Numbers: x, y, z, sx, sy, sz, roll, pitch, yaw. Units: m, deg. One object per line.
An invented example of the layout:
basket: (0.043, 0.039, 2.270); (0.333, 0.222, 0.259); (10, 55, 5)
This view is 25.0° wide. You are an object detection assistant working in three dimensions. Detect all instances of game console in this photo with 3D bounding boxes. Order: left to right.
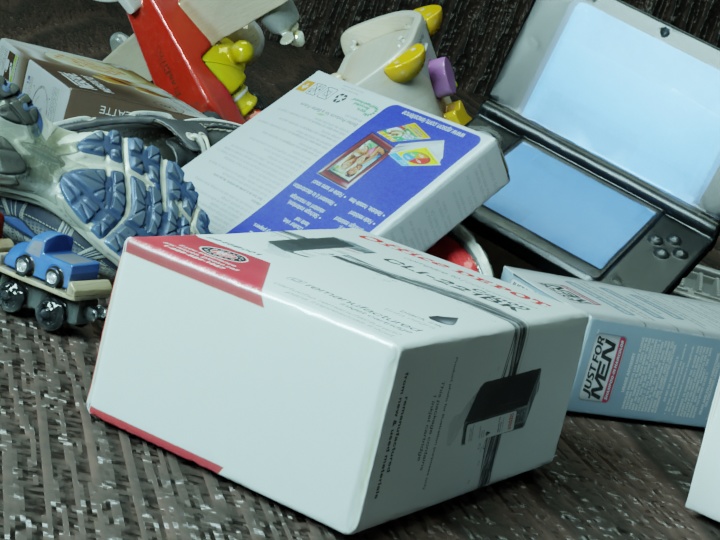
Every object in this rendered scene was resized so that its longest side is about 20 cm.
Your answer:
game console: (0.161, -0.090, 1.120); (0.199, 0.117, 0.176); (30, 44, 21)

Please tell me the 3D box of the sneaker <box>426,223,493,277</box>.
sneaker: (0.000, 0.000, 1.037); (0.085, 0.078, 0.199); (-21, 28, -39)

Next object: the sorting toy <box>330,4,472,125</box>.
sorting toy: (0.049, -0.100, 1.298); (0.106, 0.181, 0.200); (-22, 22, 21)

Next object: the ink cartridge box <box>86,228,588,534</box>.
ink cartridge box: (-0.002, 0.041, 0.744); (0.144, 0.084, 0.200); (20, 12, 28)

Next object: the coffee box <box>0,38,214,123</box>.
coffee box: (-0.199, -0.106, 1.205); (0.114, 0.080, 0.200); (10, 13, -28)

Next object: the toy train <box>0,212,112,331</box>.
toy train: (-0.207, -0.017, 0.846); (0.199, 0.046, 0.034); (21, 13, 27)

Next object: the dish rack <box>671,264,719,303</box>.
dish rack: (0.259, 0.024, 1.292); (0.170, 0.044, 0.200); (17, 11, 10)

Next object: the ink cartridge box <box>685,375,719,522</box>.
ink cartridge box: (0.281, 0.109, 0.798); (0.199, 0.085, 0.146); (22, 12, 31)

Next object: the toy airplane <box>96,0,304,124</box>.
toy airplane: (-0.140, -0.193, 1.356); (0.199, 0.200, 0.141); (29, 33, 27)

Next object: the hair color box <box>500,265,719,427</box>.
hair color box: (0.185, 0.052, 1.009); (0.199, 0.061, 0.099); (10, 12, -30)

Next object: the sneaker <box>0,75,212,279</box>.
sneaker: (-0.172, -0.041, 0.911); (0.199, 0.077, 0.085); (33, -38, -21)

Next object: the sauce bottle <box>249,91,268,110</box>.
sauce bottle: (-0.149, -0.153, 1.544); (0.066, 0.067, 0.200); (19, 13, 19)

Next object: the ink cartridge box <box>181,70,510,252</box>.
ink cartridge box: (-0.041, -0.037, 1.008); (0.200, 0.047, 0.197); (-39, 38, -18)

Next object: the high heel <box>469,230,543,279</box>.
high heel: (0.104, -0.001, 1.116); (0.199, 0.072, 0.142); (21, 2, -21)

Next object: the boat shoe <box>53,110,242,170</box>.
boat shoe: (-0.136, -0.073, 1.088); (0.199, 0.075, 0.060); (2, -6, -28)
